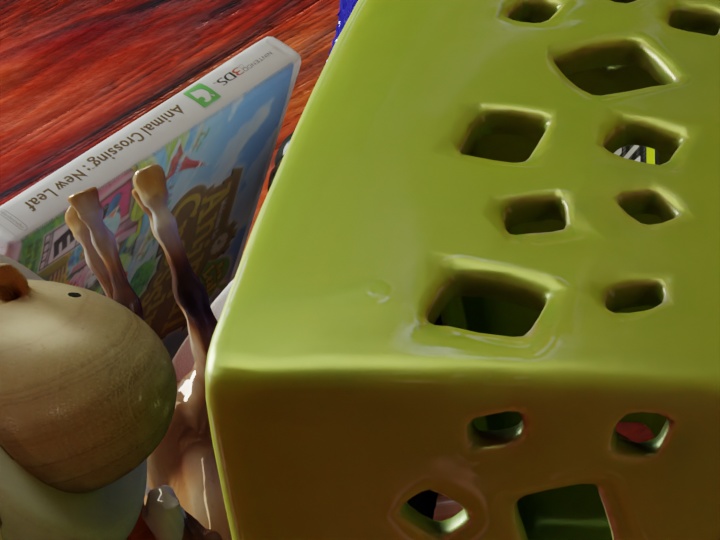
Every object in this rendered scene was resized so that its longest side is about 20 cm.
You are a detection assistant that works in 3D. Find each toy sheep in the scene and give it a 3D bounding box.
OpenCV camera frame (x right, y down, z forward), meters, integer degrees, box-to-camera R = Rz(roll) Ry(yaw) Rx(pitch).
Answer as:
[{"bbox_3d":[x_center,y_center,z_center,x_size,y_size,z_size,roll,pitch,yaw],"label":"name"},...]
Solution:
[{"bbox_3d":[-0.129,0.067,0.797,0.199,0.138,0.138,-31,10,24],"label":"toy sheep"}]

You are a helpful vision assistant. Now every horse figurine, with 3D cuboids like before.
[{"bbox_3d":[-0.058,0.038,0.902,0.050,0.133,0.200,-18,1,-7],"label":"horse figurine"}]

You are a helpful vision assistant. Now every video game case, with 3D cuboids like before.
[{"bbox_3d":[-0.104,0.020,1.180,0.022,0.201,0.182,34,42,18],"label":"video game case"}]

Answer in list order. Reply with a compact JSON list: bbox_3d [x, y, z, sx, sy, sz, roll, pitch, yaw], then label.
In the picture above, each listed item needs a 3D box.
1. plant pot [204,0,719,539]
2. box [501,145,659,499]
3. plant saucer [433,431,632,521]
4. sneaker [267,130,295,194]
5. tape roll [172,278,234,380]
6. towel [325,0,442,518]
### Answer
[{"bbox_3d":[0.086,0.046,0.724,0.180,0.201,0.199,-1,34,15],"label":"plant pot"},{"bbox_3d":[0.104,-0.051,0.914,0.193,0.047,0.200,-47,13,27],"label":"box"},{"bbox_3d":[0.009,0.116,0.877,0.199,0.032,0.201,-18,31,11],"label":"plant saucer"},{"bbox_3d":[-0.004,-0.041,1.194,0.072,0.073,0.200,-32,-13,-26],"label":"sneaker"},{"bbox_3d":[0.012,0.001,1.133,0.202,0.037,0.203,-37,-12,-10],"label":"tape roll"},{"bbox_3d":[0.000,0.000,0.887,0.049,0.148,0.200,0,36,9],"label":"towel"}]
